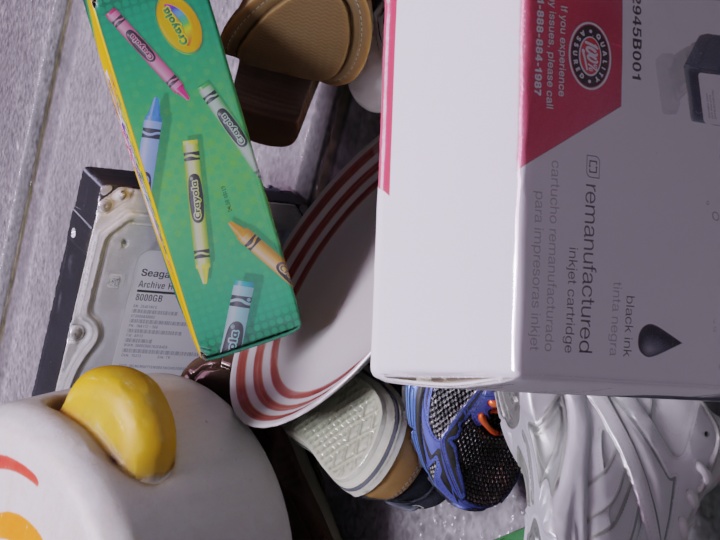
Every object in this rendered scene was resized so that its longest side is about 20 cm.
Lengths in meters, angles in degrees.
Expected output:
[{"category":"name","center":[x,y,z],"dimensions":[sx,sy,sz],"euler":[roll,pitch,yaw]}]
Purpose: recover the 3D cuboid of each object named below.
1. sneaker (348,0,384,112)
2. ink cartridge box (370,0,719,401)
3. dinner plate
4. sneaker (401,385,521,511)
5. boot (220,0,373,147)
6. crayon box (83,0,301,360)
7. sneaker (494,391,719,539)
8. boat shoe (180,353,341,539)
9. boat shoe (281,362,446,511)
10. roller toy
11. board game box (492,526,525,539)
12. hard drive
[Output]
[{"category":"sneaker","center":[0.038,-0.142,0.933],"dimensions":[0.200,0.072,0.072],"euler":[-40,55,53]},{"category":"ink cartridge box","center":[0.109,-0.025,0.681],"dimensions":[0.085,0.200,0.146],"euler":[-3,84,53]},{"category":"dinner plate","center":[0.000,0.000,0.963],"dimensions":[0.200,0.024,0.200],"euler":[-46,22,25]},{"category":"sneaker","center":[0.079,0.028,0.846],"dimensions":[0.078,0.075,0.201],"euler":[43,123,48]},{"category":"boot","center":[-0.028,-0.171,0.991],"dimensions":[0.200,0.073,0.155],"euler":[136,149,-68]},{"category":"crayon box","center":[-0.092,-0.067,0.969],"dimensions":[0.119,0.058,0.201],"euler":[-127,21,-68]},{"category":"sneaker","center":[0.114,0.094,0.752],"dimensions":[0.078,0.099,0.201],"euler":[105,160,-70]},{"category":"boat shoe","center":[-0.043,0.142,1.046],"dimensions":[0.074,0.075,0.203],"euler":[-15,85,13]},{"category":"boat shoe","center":[0.003,0.072,0.973],"dimensions":[0.075,0.062,0.200],"euler":[-60,21,8]},{"category":"roller toy","center":[-0.138,0.152,0.974],"dimensions":[0.200,0.140,0.183],"euler":[-24,80,44]},{"category":"board game box","center":[0.035,0.171,0.785],"dimensions":[0.105,0.199,0.024],"euler":[-133,30,-51]},{"category":"hard drive","center":[-0.119,0.042,1.102],"dimensions":[0.038,0.139,0.201],"euler":[38,117,53]}]
